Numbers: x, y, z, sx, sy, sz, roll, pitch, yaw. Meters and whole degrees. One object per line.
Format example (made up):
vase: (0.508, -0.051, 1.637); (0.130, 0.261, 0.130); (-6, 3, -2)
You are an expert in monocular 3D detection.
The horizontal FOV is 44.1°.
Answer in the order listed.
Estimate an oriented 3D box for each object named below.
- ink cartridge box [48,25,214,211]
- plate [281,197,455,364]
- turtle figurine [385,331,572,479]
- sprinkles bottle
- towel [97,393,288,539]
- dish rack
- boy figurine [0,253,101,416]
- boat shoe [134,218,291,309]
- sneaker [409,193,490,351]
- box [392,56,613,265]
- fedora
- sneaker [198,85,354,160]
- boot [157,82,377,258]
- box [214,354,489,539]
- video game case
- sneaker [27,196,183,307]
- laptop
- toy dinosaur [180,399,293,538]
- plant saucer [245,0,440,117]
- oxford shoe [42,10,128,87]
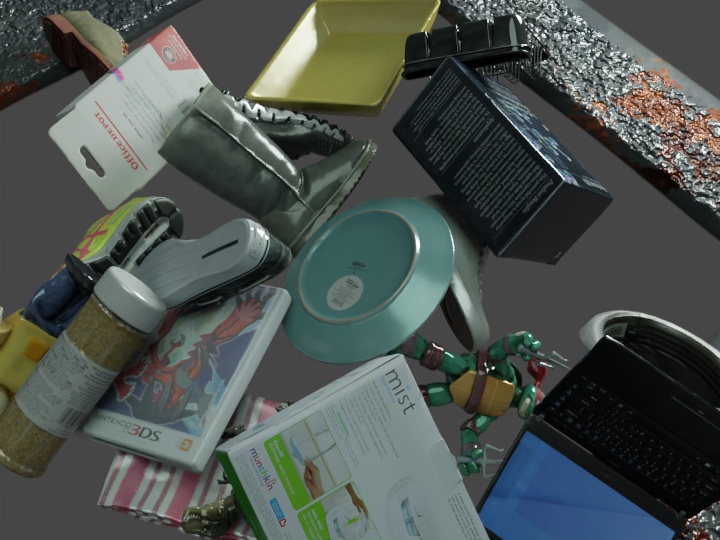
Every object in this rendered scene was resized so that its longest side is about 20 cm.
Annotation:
ink cartridge box: (-0.263, -0.171, 1.025); (0.067, 0.117, 0.201); (-2, 40, 52)
plate: (0.000, 0.000, 0.892); (0.196, 0.026, 0.203); (-17, 48, 19)
turtle figurine: (0.115, 0.122, 0.876); (0.195, 0.101, 0.153); (13, 97, 0)
sprinkles bottle: (-0.266, 0.095, 0.833); (0.068, 0.068, 0.201); (37, 90, 21)
towel: (-0.139, 0.182, 0.862); (0.195, 0.030, 0.149); (13, 57, 6)
dish rack: (0.147, -0.250, 1.065); (0.150, 0.199, 0.056); (-3, 87, 24)
boy figurine: (-0.326, 0.078, 0.868); (0.201, 0.125, 0.064); (-48, 43, -7)
boat shoe: (-0.150, 0.007, 0.882); (0.197, 0.070, 0.074); (-13, 59, 40)
sneaker: (0.117, -0.009, 0.970); (0.083, 0.073, 0.203); (-12, 57, -8)
box: (0.156, -0.117, 0.981); (0.147, 0.107, 0.201); (5, 42, -55)
fedora: (0.287, 0.122, 0.858); (0.173, 0.092, 0.201); (7, 25, -20)
sneaker: (-0.104, -0.150, 1.058); (0.196, 0.066, 0.093); (13, 98, -19)
boot: (-0.099, -0.134, 0.997); (0.199, 0.073, 0.183); (39, 67, -3)
box: (-0.003, 0.203, 0.768); (0.174, 0.097, 0.203); (-27, 90, -19)
video game case: (-0.185, 0.089, 0.887); (0.179, 0.023, 0.202); (8, 54, 28)
sneaker: (-0.280, -0.005, 0.958); (0.200, 0.079, 0.090); (-43, 35, -16)
laptop: (0.221, 0.189, 0.768); (0.175, 0.201, 0.104); (33, 46, 2)
toy dinosaur: (-0.079, 0.177, 0.827); (0.196, 0.048, 0.090); (-19, 72, -16)
plant saucer: (-0.015, -0.259, 1.110); (0.196, 0.049, 0.202); (9, 55, 31)
oxford shoe: (-0.316, -0.269, 1.120); (0.074, 0.071, 0.200); (-34, 69, -32)
